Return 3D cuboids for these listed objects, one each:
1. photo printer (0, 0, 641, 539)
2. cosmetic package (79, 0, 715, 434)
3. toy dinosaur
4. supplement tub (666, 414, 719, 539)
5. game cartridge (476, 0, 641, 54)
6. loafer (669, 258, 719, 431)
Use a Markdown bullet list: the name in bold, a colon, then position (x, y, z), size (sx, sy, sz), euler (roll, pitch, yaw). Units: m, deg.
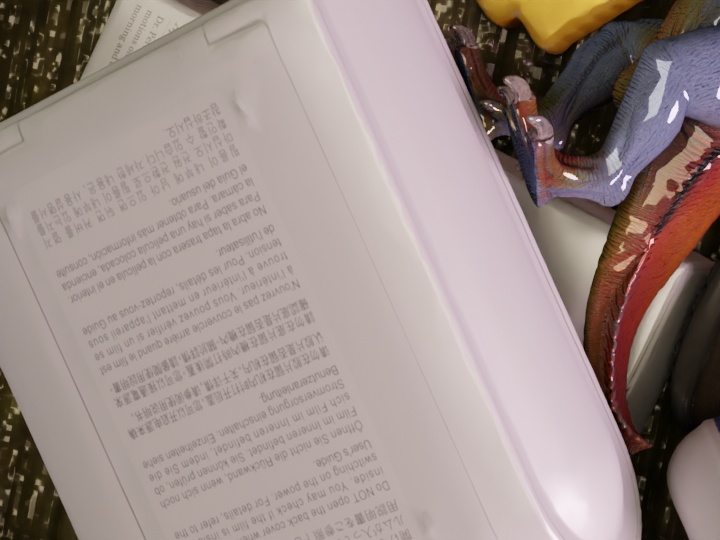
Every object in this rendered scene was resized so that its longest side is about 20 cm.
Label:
- **photo printer**: position (-0.019, 0.028, 0.815), size (0.166, 0.069, 0.201), euler (-24, 91, 33)
- **cosmetic package**: position (0.000, 0.000, 0.901), size (0.199, 0.085, 0.108), euler (29, 97, 12)
- **toy dinosaur**: position (0.116, -0.077, 0.838), size (0.180, 0.105, 0.201), euler (-20, 105, -11)
- **supplement tub**: position (0.203, 0.069, 0.812), size (0.199, 0.145, 0.146), euler (-28, 83, 6)
- **game cartridge**: position (0.091, -0.190, 0.908), size (0.199, 0.032, 0.177), euler (-31, 83, 15)
- **loafer**: position (0.171, -0.018, 0.862), size (0.071, 0.073, 0.200), euler (42, 99, 13)
